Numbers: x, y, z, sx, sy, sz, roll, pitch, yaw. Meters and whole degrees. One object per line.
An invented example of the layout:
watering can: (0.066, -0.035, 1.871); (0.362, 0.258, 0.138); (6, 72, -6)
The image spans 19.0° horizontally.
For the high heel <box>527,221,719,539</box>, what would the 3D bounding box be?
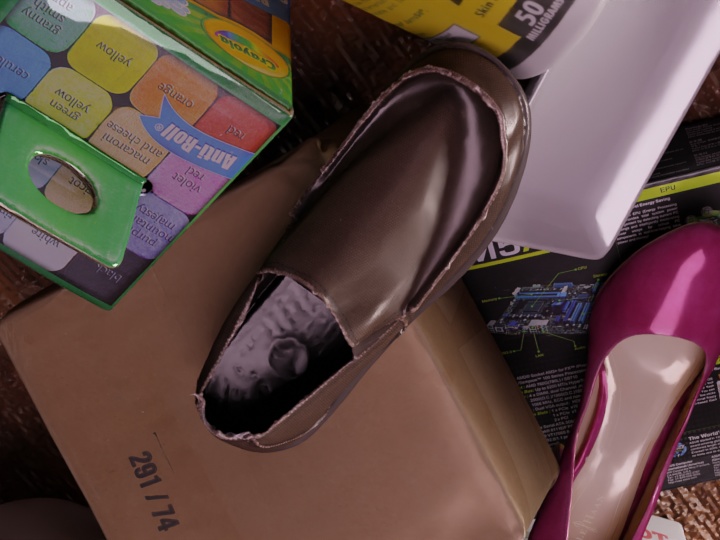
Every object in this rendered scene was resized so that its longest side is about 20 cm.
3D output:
high heel: (0.126, 0.075, 0.991); (0.067, 0.096, 0.200); (19, 124, -15)

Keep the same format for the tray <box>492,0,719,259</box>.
tray: (0.115, -0.099, 0.919); (0.107, 0.022, 0.200); (10, 114, -48)

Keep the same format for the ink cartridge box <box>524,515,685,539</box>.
ink cartridge box: (0.100, 0.200, 1.075); (0.146, 0.200, 0.084); (17, 121, -16)

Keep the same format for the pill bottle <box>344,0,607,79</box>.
pill bottle: (0.004, -0.163, 0.852); (0.200, 0.111, 0.111); (23, 122, -19)

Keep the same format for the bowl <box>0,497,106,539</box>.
bowl: (-0.120, 0.201, 1.042); (0.075, 0.200, 0.200); (-28, 99, -6)

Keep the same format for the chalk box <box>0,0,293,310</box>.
chalk box: (-0.109, -0.082, 0.848); (0.124, 0.200, 0.124); (33, 118, -25)

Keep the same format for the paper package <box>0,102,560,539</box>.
paper package: (-0.036, 0.060, 0.973); (0.190, 0.103, 0.200); (-28, 94, 17)

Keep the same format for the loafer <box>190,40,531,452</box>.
loafer: (0.000, 0.000, 0.862); (0.073, 0.071, 0.200); (34, 107, 5)

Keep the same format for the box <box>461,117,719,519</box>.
box: (0.153, 0.022, 1.042); (0.200, 0.048, 0.193); (-14, 124, 7)
